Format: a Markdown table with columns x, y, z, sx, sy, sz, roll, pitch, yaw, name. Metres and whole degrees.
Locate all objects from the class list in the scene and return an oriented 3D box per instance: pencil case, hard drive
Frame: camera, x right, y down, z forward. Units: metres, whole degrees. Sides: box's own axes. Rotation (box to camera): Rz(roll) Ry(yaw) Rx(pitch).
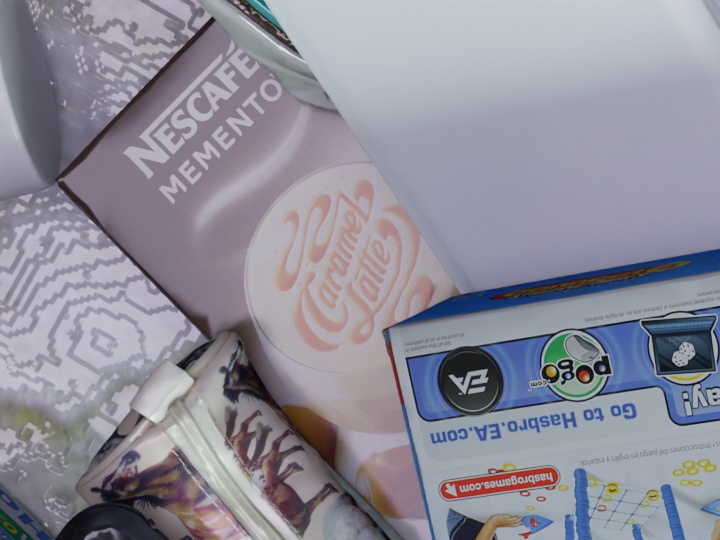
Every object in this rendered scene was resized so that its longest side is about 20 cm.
| x | y | z | sx | sy | sz | roll | pitch | yaw | name |
| --- | --- | --- | --- | --- | --- | --- | --- | --- | --- |
| -0.015 | 0.115 | 1.028 | 0.078 | 0.089 | 0.200 | -41 | 95 | -21 | pencil case |
| 0.063 | -0.053 | 0.942 | 0.132 | 0.027 | 0.200 | -22 | 112 | 32 | hard drive |

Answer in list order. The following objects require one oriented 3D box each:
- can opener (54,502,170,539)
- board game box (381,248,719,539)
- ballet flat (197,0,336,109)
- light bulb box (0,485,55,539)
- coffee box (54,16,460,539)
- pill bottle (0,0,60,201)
| x | y | z | sx | sy | sz | roll | pitch | yaw | name |
| --- | --- | --- | --- | --- | --- | --- | --- | --- | --- |
| -0.032 | 0.156 | 0.983 | 0.200 | 0.079 | 0.063 | 44 | 94 | -2 | can opener |
| 0.125 | 0.092 | 0.921 | 0.199 | 0.056 | 0.197 | -10 | 96 | 26 | board game box |
| 0.013 | -0.071 | 1.011 | 0.199 | 0.069 | 0.070 | 26 | 95 | 1 | ballet flat |
| -0.125 | 0.190 | 1.045 | 0.198 | 0.200 | 0.125 | 43 | 97 | 3 | light bulb box |
| 0.000 | 0.000 | 1.084 | 0.200 | 0.080 | 0.114 | 45 | 95 | 2 | coffee box |
| -0.216 | -0.047 | 1.088 | 0.199 | 0.111 | 0.112 | -14 | 91 | 6 | pill bottle |
